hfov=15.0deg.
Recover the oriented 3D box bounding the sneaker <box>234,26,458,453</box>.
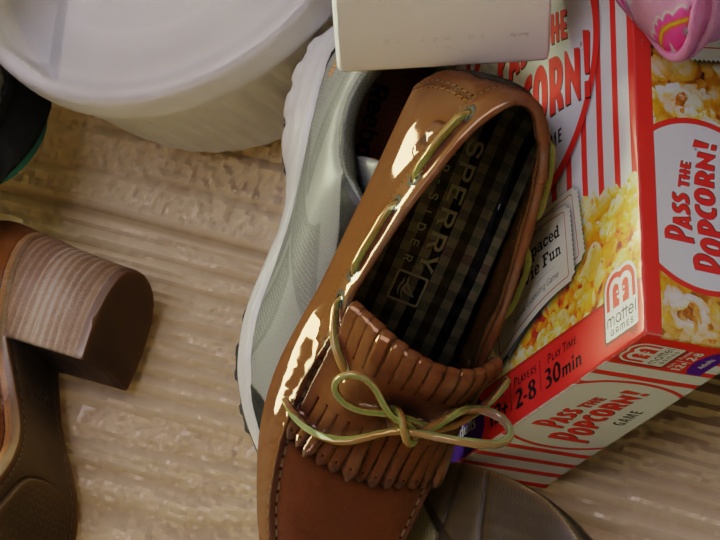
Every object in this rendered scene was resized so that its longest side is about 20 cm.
[{"bbox_3d":[0.000,0.000,1.033,0.079,0.074,0.202,175,100,-72],"label":"sneaker"}]

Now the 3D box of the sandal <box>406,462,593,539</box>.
[{"bbox_3d":[0.086,0.135,0.969,0.199,0.054,0.081,22,79,32],"label":"sandal"}]

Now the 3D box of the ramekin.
[{"bbox_3d":[-0.062,-0.142,1.144,0.201,0.094,0.204,-11,65,23],"label":"ramekin"}]

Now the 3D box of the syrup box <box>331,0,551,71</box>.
[{"bbox_3d":[0.024,-0.174,1.004,0.078,0.082,0.201,-3,54,0],"label":"syrup box"}]

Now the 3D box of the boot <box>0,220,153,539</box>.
[{"bbox_3d":[-0.189,0.066,1.130,0.155,0.077,0.201,12,72,30],"label":"boot"}]

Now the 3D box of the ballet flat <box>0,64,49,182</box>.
[{"bbox_3d":[-0.178,-0.048,1.121,0.068,0.069,0.200,-3,35,17],"label":"ballet flat"}]

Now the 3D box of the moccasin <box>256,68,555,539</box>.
[{"bbox_3d":[0.019,0.029,0.966,0.202,0.073,0.078,-63,16,4],"label":"moccasin"}]

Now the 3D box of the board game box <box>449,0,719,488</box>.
[{"bbox_3d":[0.083,-0.040,1.003,0.151,0.046,0.201,138,137,-56],"label":"board game box"}]

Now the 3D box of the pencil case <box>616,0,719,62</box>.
[{"bbox_3d":[0.170,-0.138,0.933,0.199,0.088,0.088,-20,55,-19],"label":"pencil case"}]
